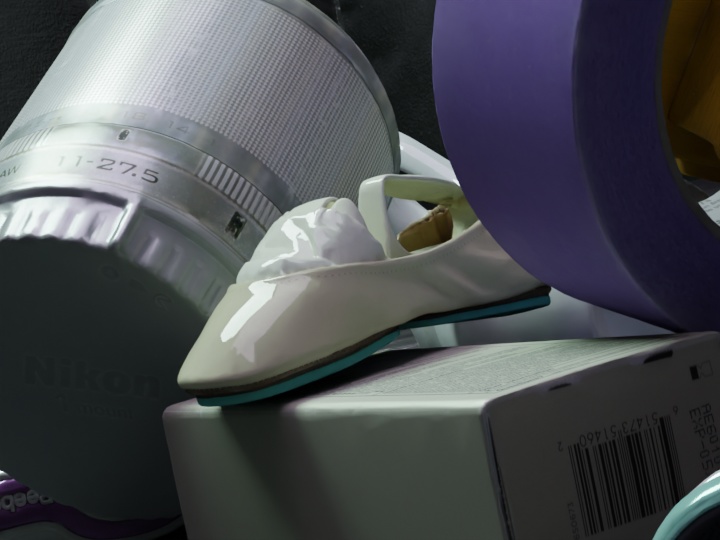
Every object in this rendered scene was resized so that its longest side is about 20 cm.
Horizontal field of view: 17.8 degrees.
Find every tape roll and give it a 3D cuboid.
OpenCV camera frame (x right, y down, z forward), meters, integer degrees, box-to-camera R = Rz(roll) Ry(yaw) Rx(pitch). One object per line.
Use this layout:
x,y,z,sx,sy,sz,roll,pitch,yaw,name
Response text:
0.129,-0.076,0.780,0.199,0.202,0.085,-14,17,-28,tape roll

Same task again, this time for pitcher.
0.075,-0.001,1.010,0.121,0.172,0.200,-48,14,-16,pitcher

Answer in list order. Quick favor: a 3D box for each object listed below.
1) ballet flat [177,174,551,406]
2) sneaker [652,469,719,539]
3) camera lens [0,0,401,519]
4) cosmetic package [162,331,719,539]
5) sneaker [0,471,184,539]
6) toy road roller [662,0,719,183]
0.000,0.000,0.843,0.069,0.070,0.199,-10,3,37,ballet flat
0.173,0.046,0.566,0.199,0.078,0.140,-11,4,16,sneaker
-0.079,-0.017,0.957,0.159,0.161,0.201,-10,34,27,camera lens
0.028,0.068,0.781,0.103,0.074,0.200,-14,3,-32,cosmetic package
-0.158,0.102,1.036,0.198,0.076,0.100,-3,-3,7,sneaker
0.169,-0.089,0.948,0.199,0.124,0.146,9,18,-38,toy road roller
